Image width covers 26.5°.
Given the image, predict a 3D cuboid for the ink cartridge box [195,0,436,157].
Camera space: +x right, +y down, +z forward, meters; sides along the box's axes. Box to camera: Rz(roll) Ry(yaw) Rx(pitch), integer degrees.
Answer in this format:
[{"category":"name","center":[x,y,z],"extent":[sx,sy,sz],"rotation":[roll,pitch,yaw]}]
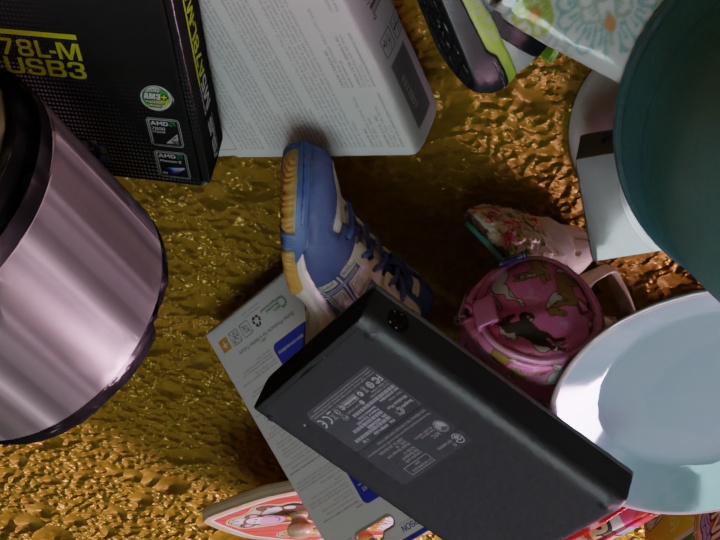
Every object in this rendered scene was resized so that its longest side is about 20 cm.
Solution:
[{"category":"ink cartridge box","center":[-0.072,-0.137,0.899],"extent":[0.198,0.057,0.163],"rotation":[4,143,31]}]

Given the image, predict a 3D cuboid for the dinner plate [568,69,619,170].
[{"category":"dinner plate","center":[0.227,-0.081,0.939],"extent":[0.197,0.024,0.202],"rotation":[2,138,1]}]

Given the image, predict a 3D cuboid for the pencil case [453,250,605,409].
[{"category":"pencil case","center":[0.094,0.072,0.989],"extent":[0.086,0.083,0.201],"rotation":[42,153,18]}]

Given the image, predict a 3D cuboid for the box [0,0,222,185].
[{"category":"box","center":[-0.186,-0.135,0.866],"extent":[0.197,0.048,0.194],"rotation":[7,146,9]}]

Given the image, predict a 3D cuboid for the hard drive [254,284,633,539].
[{"category":"hard drive","center":[0.049,0.105,0.938],"extent":[0.199,0.033,0.139],"rotation":[36,138,-12]}]

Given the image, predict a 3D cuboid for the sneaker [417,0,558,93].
[{"category":"sneaker","center":[0.061,-0.188,0.819],"extent":[0.082,0.072,0.201],"rotation":[-31,133,-6]}]

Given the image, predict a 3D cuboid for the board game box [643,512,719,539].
[{"category":"board game box","center":[0.276,0.196,1.144],"extent":[0.040,0.154,0.201],"rotation":[14,136,-11]}]

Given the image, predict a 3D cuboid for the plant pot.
[{"category":"plant pot","center":[0.239,-0.042,0.721],"extent":[0.197,0.188,0.203],"rotation":[-3,116,-6]}]

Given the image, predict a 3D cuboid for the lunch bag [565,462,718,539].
[{"category":"lunch bag","center":[0.177,0.145,1.076],"extent":[0.199,0.176,0.082],"rotation":[-36,85,31]}]

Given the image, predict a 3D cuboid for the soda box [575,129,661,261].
[{"category":"soda box","center":[0.226,-0.058,0.882],"extent":[0.197,0.068,0.064],"rotation":[-9,105,14]}]

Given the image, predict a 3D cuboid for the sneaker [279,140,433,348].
[{"category":"sneaker","center":[0.000,0.000,0.953],"extent":[0.087,0.076,0.202],"rotation":[-5,132,8]}]

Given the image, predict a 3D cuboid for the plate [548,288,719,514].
[{"category":"plate","center":[0.210,0.076,0.924],"extent":[0.197,0.026,0.202],"rotation":[-1,132,-1]}]

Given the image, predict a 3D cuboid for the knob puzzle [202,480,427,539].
[{"category":"knob puzzle","center":[-0.024,0.195,1.189],"extent":[0.216,0.031,0.220],"rotation":[-5,159,-2]}]

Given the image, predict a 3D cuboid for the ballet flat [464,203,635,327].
[{"category":"ballet flat","center":[0.139,0.010,1.022],"extent":[0.064,0.076,0.200],"rotation":[-41,127,0]}]

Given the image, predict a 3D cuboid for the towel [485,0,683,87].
[{"category":"towel","center":[0.178,-0.171,0.782],"extent":[0.198,0.048,0.172],"rotation":[24,110,-17]}]

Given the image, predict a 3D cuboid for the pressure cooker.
[{"category":"pressure cooker","center":[-0.221,-0.021,0.841],"extent":[0.174,0.180,0.200],"rotation":[4,151,31]}]

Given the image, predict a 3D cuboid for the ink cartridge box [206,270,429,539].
[{"category":"ink cartridge box","center":[-0.024,0.104,1.061],"extent":[0.094,0.202,0.037],"rotation":[-36,169,36]}]
